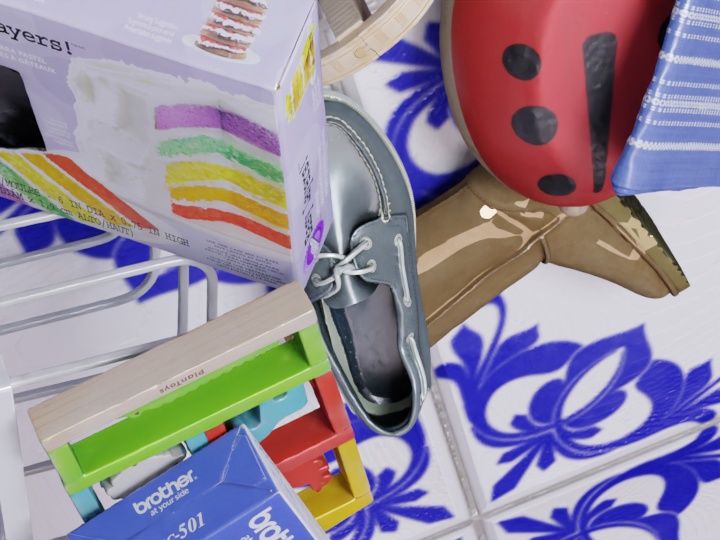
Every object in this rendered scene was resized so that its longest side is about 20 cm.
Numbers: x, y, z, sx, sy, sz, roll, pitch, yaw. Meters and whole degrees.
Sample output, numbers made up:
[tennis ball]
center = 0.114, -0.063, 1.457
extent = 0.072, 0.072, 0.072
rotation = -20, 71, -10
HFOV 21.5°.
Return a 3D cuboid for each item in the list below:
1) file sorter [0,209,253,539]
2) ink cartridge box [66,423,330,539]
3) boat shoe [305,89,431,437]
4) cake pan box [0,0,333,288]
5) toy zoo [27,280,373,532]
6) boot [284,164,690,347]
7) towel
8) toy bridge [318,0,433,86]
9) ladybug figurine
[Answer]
[file sorter]
center = -0.142, 0.014, 0.921
extent = 0.124, 0.200, 0.139
rotation = -14, 140, -17
[ink cartridge box]
center = -0.054, 0.156, 0.907
extent = 0.094, 0.044, 0.200
rotation = -31, 144, -2
[boat shoe]
center = 0.000, 0.000, 1.031
extent = 0.072, 0.062, 0.201
rotation = -12, 116, 3
[cake pan box]
center = -0.111, -0.076, 0.789
extent = 0.199, 0.053, 0.184
rotation = 19, 154, 8
[toy zoo]
center = -0.065, 0.095, 0.883
extent = 0.131, 0.021, 0.200
rotation = -26, 144, -7
[boot]
center = 0.073, 0.008, 1.123
extent = 0.200, 0.066, 0.175
rotation = -37, 126, 15
[towel]
center = 0.183, -0.133, 0.949
extent = 0.145, 0.024, 0.201
rotation = -8, 118, -60
[toy bridge]
center = -0.009, -0.129, 0.927
extent = 0.200, 0.067, 0.027
rotation = -36, 139, 14
[ladybug figurine]
center = 0.111, -0.111, 0.968
extent = 0.135, 0.072, 0.201
rotation = -14, 124, -7
